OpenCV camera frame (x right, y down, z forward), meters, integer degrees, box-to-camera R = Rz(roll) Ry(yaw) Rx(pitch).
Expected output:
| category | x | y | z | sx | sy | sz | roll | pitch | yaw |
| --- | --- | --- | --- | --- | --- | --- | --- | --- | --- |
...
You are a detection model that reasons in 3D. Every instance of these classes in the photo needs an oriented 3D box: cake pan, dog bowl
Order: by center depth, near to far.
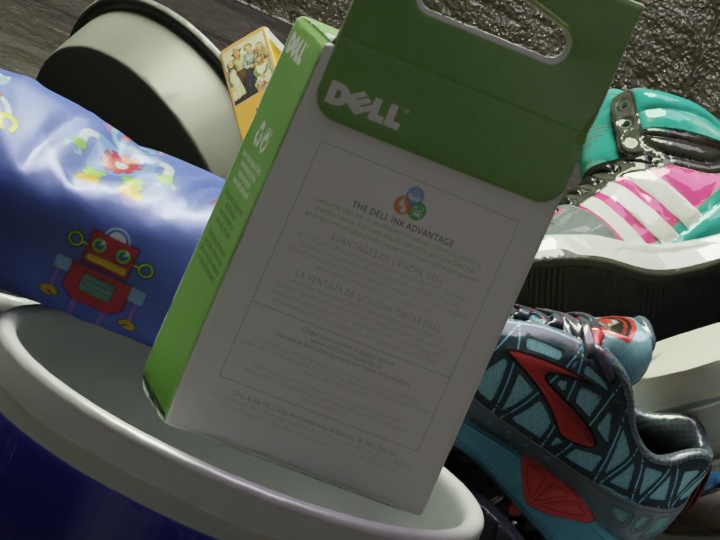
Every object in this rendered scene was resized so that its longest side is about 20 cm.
| category | x | y | z | sx | sy | sz | roll | pitch | yaw |
| --- | --- | --- | --- | --- | --- | --- | --- | --- | --- |
| dog bowl | -0.059 | 0.089 | 1.110 | 0.199 | 0.079 | 0.200 | 23 | 9 | -4 |
| cake pan | -0.099 | -0.038 | 1.467 | 0.037 | 0.201 | 0.200 | -29 | 42 | -30 |

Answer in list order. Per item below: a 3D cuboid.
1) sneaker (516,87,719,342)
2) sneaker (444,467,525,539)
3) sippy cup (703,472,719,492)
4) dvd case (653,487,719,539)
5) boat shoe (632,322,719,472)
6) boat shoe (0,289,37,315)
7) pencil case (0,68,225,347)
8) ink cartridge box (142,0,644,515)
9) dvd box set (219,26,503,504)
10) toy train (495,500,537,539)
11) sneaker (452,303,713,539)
| category | x | y | z | sx | sy | sz | roll | pitch | yaw |
| --- | --- | --- | --- | --- | --- | --- | --- | --- | --- |
| sneaker | 0.115 | -0.030 | 1.409 | 0.199 | 0.084 | 0.121 | -5 | 47 | -23 |
| sneaker | -0.005 | 0.091 | 1.253 | 0.199 | 0.071 | 0.082 | 28 | 13 | 18 |
| sippy cup | 0.202 | 0.100 | 1.419 | 0.130 | 0.178 | 0.140 | 34 | 13 | -30 |
| dvd case | 0.161 | 0.127 | 1.265 | 0.199 | 0.018 | 0.143 | -17 | 18 | -7 |
| boat shoe | 0.123 | 0.074 | 1.333 | 0.199 | 0.069 | 0.072 | -20 | 11 | 43 |
| boat shoe | -0.217 | -0.004 | 1.227 | 0.199 | 0.069 | 0.072 | 28 | 11 | 27 |
| pencil case | -0.091 | -0.018 | 1.137 | 0.199 | 0.078 | 0.087 | 23 | 32 | -5 |
| ink cartridge box | 0.010 | -0.025 | 1.047 | 0.103 | 0.201 | 0.059 | 21 | 9 | -17 |
| dvd box set | 0.000 | 0.000 | 1.326 | 0.146 | 0.029 | 0.201 | 50 | 16 | -41 |
| toy train | 0.047 | 0.110 | 1.395 | 0.199 | 0.034 | 0.046 | 22 | -3 | -2 |
| sneaker | 0.074 | 0.037 | 1.224 | 0.200 | 0.095 | 0.079 | 45 | 16 | -30 |
